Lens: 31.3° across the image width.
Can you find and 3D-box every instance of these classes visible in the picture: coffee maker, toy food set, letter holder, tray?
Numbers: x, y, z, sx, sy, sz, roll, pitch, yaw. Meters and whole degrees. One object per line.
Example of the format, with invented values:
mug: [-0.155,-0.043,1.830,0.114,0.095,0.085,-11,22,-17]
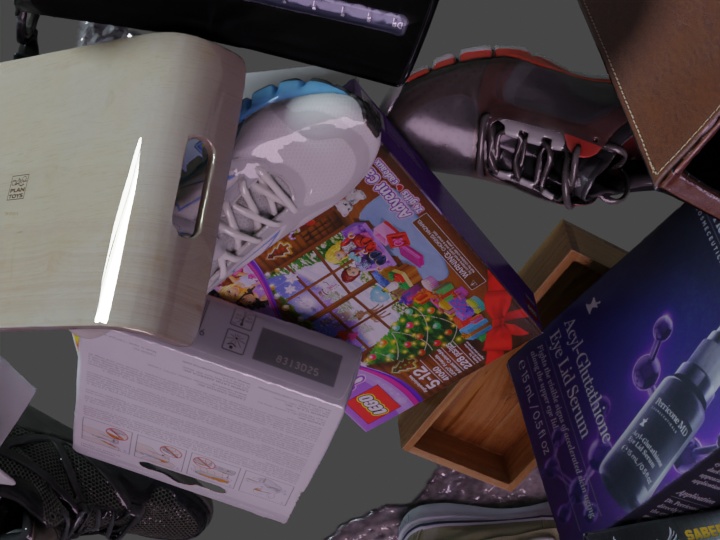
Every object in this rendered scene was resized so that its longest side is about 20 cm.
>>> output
coffee maker: [-0.061,-0.170,0.631,0.197,0.137,0.192,11,162,-12]
toy food set: [-0.148,-0.030,0.635,0.198,0.145,0.060,-4,158,33]
letter holder: [0.199,-0.130,0.623,0.100,0.201,0.143,23,123,-22]
tray: [0.119,0.064,0.878,0.098,0.037,0.201,23,124,-22]

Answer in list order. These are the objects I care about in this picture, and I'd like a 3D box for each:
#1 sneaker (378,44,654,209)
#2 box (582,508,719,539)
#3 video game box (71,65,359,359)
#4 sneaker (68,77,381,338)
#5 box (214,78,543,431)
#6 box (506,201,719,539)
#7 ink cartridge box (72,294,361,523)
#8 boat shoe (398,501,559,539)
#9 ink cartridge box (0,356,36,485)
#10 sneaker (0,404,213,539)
sneaker: [0.107,-0.076,0.734,0.197,0.082,0.078,-1,129,-4]
box: [0.225,0.205,0.743,0.197,0.049,0.160,-9,127,-5]
video game box: [-0.090,-0.028,0.780,0.197,0.047,0.184,-6,127,0]
sneaker: [-0.073,-0.020,0.650,0.198,0.087,0.075,-29,125,21]
box: [0.000,0.000,0.757,0.136,0.039,0.200,-31,126,20]
box: [0.199,0.068,0.755,0.103,0.149,0.200,19,130,-32]
ink cartridge box: [-0.096,0.083,0.804,0.160,0.051,0.201,19,150,-3]
boat shoe: [0.127,0.221,0.988,0.197,0.062,0.073,1,129,-7]
ink cartridge box: [-0.275,0.060,0.756,0.198,0.068,0.116,0,141,42]
sneaker: [-0.194,0.169,0.886,0.198,0.115,0.076,28,124,-27]
